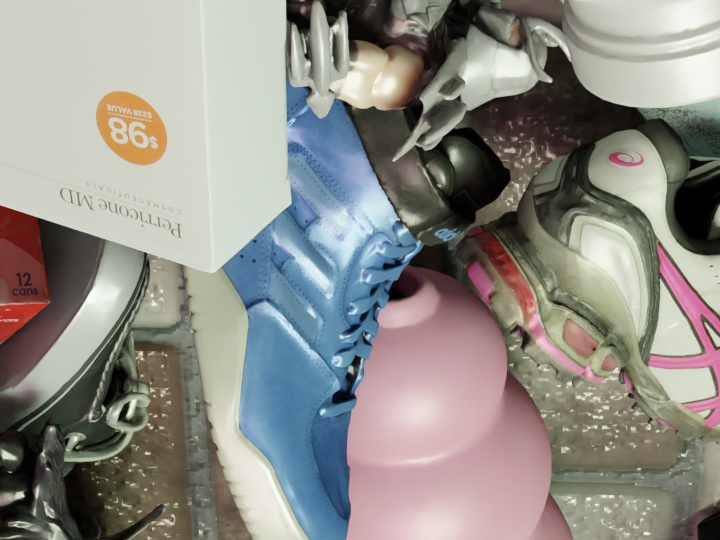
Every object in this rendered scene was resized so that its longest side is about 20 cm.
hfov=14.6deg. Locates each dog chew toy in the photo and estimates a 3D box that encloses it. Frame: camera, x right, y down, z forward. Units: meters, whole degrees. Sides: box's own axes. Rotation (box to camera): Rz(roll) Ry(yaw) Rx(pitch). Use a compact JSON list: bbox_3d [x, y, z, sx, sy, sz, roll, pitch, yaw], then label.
[{"bbox_3d":[0.020,0.084,1.074,0.124,0.125,0.200,-2,128,5],"label":"dog chew toy"}]

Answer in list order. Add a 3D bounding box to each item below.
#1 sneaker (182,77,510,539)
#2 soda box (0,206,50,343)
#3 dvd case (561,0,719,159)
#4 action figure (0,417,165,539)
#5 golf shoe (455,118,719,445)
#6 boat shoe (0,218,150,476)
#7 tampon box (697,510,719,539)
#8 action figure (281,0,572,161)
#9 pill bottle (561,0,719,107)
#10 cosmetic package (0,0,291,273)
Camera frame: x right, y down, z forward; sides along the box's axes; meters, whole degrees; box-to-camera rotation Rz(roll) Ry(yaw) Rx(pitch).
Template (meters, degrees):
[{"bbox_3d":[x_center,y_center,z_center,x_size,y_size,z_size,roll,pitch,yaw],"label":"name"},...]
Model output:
[{"bbox_3d":[0.000,0.000,0.964,0.111,0.077,0.201,-10,91,9],"label":"sneaker"},{"bbox_3d":[-0.213,-0.004,0.971,0.199,0.064,0.070,-3,163,-29],"label":"soda box"},{"bbox_3d":[0.133,-0.115,0.930,0.146,0.022,0.200,-21,132,23],"label":"dvd case"},{"bbox_3d":[-0.177,0.096,1.013,0.199,0.102,0.119,16,141,0],"label":"action figure"},{"bbox_3d":[0.116,0.005,0.989,0.092,0.073,0.200,-41,153,14],"label":"golf shoe"},{"bbox_3d":[-0.115,0.044,1.069,0.068,0.074,0.199,17,137,-23],"label":"boat shoe"},{"bbox_3d":[0.248,0.177,1.130,0.200,0.150,0.126,36,128,-29],"label":"tampon box"},{"bbox_3d":[-0.027,-0.098,0.886,0.199,0.130,0.070,20,111,3],"label":"action figure"},{"bbox_3d":[0.075,-0.150,0.815,0.104,0.104,0.200,-9,123,12],"label":"pill bottle"},{"bbox_3d":[-0.117,-0.098,0.838,0.200,0.052,0.151,17,130,25],"label":"cosmetic package"}]
